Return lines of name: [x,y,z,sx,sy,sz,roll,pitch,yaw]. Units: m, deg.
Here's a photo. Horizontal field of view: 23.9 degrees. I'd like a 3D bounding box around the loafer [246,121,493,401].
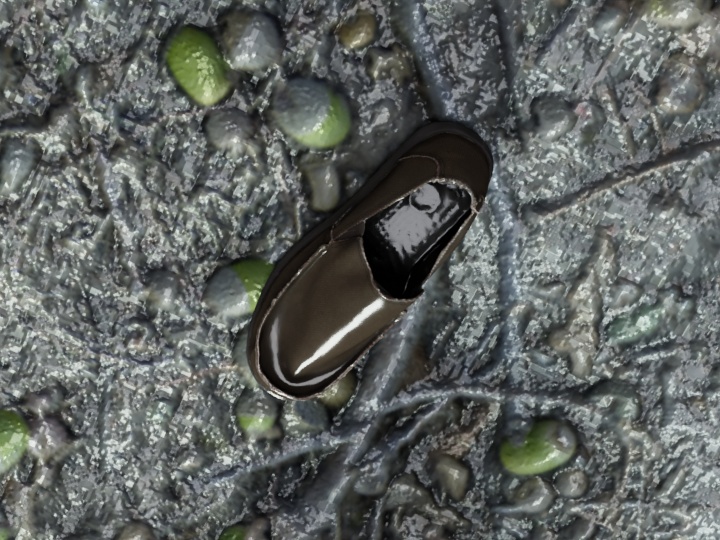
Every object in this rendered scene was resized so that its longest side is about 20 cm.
loafer: [0.000,0.000,0.987,0.073,0.071,0.200,34,107,-11]
